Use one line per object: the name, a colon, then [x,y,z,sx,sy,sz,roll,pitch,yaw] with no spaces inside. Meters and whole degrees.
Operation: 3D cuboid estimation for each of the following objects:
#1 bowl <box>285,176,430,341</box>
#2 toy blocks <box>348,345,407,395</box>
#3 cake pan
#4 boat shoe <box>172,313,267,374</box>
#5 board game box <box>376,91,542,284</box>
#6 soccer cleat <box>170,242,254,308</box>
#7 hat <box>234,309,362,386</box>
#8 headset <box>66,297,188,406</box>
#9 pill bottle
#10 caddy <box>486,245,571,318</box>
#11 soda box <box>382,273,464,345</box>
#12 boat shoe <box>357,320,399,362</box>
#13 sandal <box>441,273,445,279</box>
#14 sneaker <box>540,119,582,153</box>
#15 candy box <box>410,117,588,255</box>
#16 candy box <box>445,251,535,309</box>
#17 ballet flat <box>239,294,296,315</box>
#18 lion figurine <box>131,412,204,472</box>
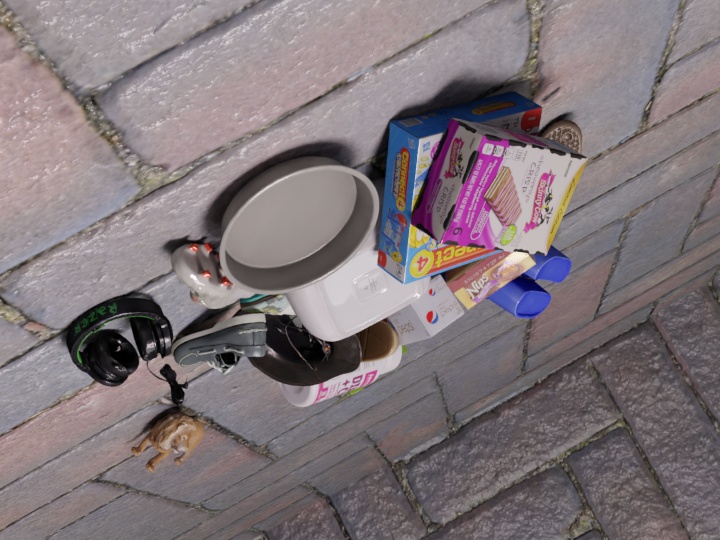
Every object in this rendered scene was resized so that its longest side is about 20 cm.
bowl: [0.000,0.000,1.488,0.199,0.075,0.201,-27,135,-7]
toy blocks: [-0.025,0.172,2.059,0.199,0.100,0.137,-25,174,-11]
cake pan: [-0.075,-0.055,1.331,0.199,0.037,0.201,-20,143,-15]
boat shoe: [-0.196,0.112,1.587,0.073,0.062,0.200,-3,165,-43]
board game box: [0.121,-0.102,1.408,0.199,0.056,0.197,-18,128,-32]
soccer cleat: [-0.184,0.015,1.393,0.077,0.070,0.200,-30,166,13]
hat: [-0.087,0.080,1.677,0.199,0.081,0.201,9,139,8]
headset: [-0.282,0.106,1.443,0.123,0.094,0.200,-30,151,5]
pill bottle: [-0.035,0.145,1.901,0.199,0.114,0.113,-16,158,-37]
caddy: [0.284,0.003,2.035,0.142,0.105,0.200,-58,155,12]
soda box: [0.074,0.062,1.670,0.064,0.068,0.200,-34,-178,-20]
boat shoe: [-0.008,0.101,1.727,0.064,0.072,0.199,9,175,-44]
sandal: [0.117,0.028,1.895,0.200,0.080,0.087,-40,158,5]
sneaker: [0.270,-0.151,1.667,0.070,0.076,0.201,14,135,0]
candy box: [0.167,-0.095,1.367,0.199,0.061,0.137,3,114,-44]
candy box: [0.174,-0.043,1.616,0.116,0.056,0.200,-35,-158,19]
ballet flat: [-0.068,0.015,1.550,0.200,0.071,0.069,-34,-160,9]
lion figurine: [-0.308,0.279,1.947,0.122,0.073,0.200,-43,175,8]
